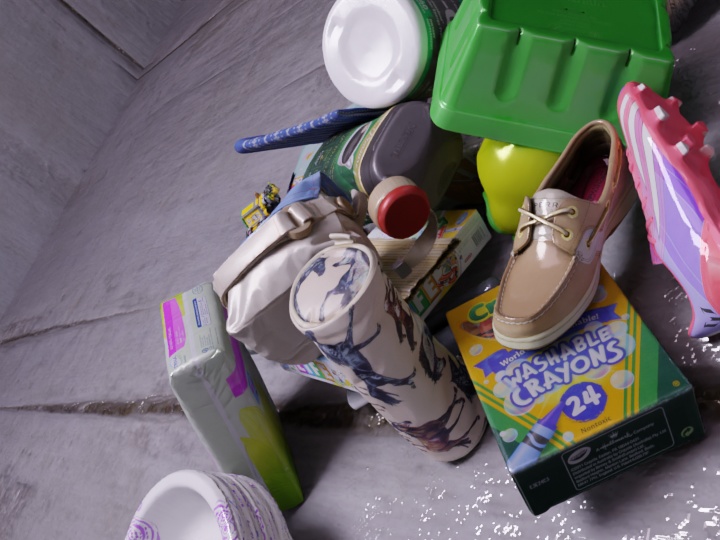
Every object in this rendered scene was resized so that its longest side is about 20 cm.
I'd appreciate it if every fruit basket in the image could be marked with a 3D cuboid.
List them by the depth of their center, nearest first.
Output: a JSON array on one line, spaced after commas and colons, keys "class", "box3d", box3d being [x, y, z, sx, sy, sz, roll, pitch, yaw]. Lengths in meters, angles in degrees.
[{"class": "fruit basket", "box3d": [0.159, -0.138, 0.718, 0.214, 0.214, 0.158, -28, 38, 39]}]

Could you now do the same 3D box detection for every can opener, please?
[{"class": "can opener", "box3d": [0.050, 0.068, 0.755, 0.198, 0.066, 0.053, -31, 34, 29]}]

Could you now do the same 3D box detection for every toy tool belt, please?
[{"class": "toy tool belt", "box3d": [-0.040, -0.026, 0.708, 0.199, 0.125, 0.123, -42, 40, 7]}]

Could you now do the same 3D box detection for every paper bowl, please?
[{"class": "paper bowl", "box3d": [-0.127, 0.283, 0.717, 0.198, 0.103, 0.206, -19, 63, 42]}]

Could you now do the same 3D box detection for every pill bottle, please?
[{"class": "pill bottle", "box3d": [0.057, -0.231, 0.828, 0.112, 0.115, 0.199, -32, -2, 34]}]

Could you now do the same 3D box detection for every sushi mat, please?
[{"class": "sushi mat", "box3d": [0.000, 0.000, 0.773, 0.198, 0.012, 0.096, 3, 46, 53]}]

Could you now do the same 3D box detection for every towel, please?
[{"class": "towel", "box3d": [-0.036, -0.164, 0.916, 0.198, 0.143, 0.024, -6, 98, 49]}]

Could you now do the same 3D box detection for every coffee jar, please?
[{"class": "coffee jar", "box3d": [0.017, -0.099, 0.813, 0.106, 0.085, 0.199, -60, 20, -14]}]

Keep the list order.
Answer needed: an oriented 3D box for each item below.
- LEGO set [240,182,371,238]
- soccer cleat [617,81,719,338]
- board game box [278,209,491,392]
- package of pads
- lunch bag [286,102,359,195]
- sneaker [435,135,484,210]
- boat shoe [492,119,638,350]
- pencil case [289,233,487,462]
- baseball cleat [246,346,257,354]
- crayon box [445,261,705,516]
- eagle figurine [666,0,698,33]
[{"class": "LEGO set", "box3d": [-0.053, -0.012, 0.905, 0.115, 0.153, 0.203, -31, 39, 36]}, {"class": "soccer cleat", "box3d": [0.220, -0.050, 0.579, 0.077, 0.066, 0.203, -50, 44, 39]}, {"class": "board game box", "box3d": [0.017, 0.020, 0.773, 0.200, 0.034, 0.133, -48, 28, -25]}, {"class": "package of pads", "box3d": [-0.132, 0.128, 0.824, 0.067, 0.203, 0.155, -24, 29, -5]}, {"class": "lunch bag", "box3d": [-0.010, -0.147, 1.051, 0.198, 0.077, 0.163, -25, 41, 41]}, {"class": "sneaker", "box3d": [0.096, -0.110, 0.855, 0.198, 0.075, 0.089, -26, 39, 41]}, {"class": "boat shoe", "box3d": [0.144, -0.032, 0.600, 0.073, 0.067, 0.201, 3, 46, 39]}, {"class": "pencil case", "box3d": [0.027, 0.063, 0.648, 0.077, 0.200, 0.091, -15, 41, 35]}, {"class": "baseball cleat", "box3d": [-0.143, 0.055, 1.069, 0.106, 0.069, 0.202, -45, 20, 30]}, {"class": "crayon box", "box3d": [0.140, 0.060, 0.595, 0.124, 0.052, 0.201, -27, 33, 7]}, {"class": "eagle figurine", "box3d": [0.287, -0.318, 0.741, 0.198, 0.151, 0.153, -35, 43, 13]}]
